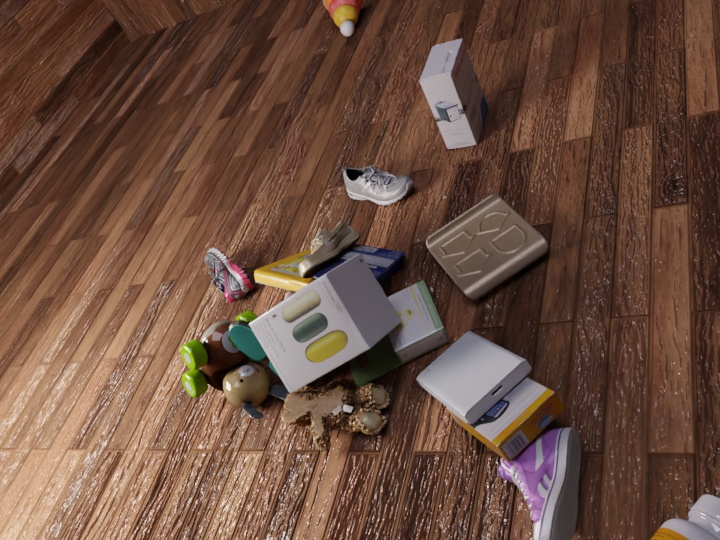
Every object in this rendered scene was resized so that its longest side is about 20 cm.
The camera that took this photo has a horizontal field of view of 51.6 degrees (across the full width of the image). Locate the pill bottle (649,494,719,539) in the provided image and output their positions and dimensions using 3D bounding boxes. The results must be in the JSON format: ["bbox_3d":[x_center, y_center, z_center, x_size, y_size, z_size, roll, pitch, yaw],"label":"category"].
[{"bbox_3d":[0.375,0.365,0.866,0.200,0.112,0.111,-44,39,-14],"label":"pill bottle"}]

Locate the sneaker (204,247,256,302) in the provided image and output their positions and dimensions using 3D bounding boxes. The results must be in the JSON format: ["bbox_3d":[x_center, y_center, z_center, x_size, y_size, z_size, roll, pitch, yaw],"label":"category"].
[{"bbox_3d":[-0.332,0.007,1.795,0.075,0.081,0.199,-44,39,-11],"label":"sneaker"}]

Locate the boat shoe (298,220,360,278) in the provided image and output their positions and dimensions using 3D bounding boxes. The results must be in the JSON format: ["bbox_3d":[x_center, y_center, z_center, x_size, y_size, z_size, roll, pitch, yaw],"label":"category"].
[{"bbox_3d":[-0.075,-0.047,1.543,0.072,0.065,0.200,-43,-2,41],"label":"boat shoe"}]

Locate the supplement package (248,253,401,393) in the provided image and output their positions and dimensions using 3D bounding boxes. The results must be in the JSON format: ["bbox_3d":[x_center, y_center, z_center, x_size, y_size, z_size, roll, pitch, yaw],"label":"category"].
[{"bbox_3d":[-0.063,0.095,1.363,0.199,0.153,0.150,-32,0,29],"label":"supplement package"}]

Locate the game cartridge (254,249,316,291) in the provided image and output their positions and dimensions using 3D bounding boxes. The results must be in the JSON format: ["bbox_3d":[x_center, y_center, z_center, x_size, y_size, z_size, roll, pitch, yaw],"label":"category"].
[{"bbox_3d":[-0.101,0.001,1.607,0.198,0.033,0.175,9,23,41],"label":"game cartridge"}]

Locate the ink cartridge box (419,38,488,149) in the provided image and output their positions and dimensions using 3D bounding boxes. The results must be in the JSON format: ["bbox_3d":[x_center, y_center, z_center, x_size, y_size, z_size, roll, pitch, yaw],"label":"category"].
[{"bbox_3d":[0.224,-0.413,1.751,0.085,0.201,0.147,-6,44,30],"label":"ink cartridge box"}]

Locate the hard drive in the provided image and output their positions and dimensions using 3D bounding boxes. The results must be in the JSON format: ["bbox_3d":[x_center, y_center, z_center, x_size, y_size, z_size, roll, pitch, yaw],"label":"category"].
[{"bbox_3d":[0.182,0.172,1.233,0.132,0.026,0.200,-40,18,-8],"label":"hard drive"}]

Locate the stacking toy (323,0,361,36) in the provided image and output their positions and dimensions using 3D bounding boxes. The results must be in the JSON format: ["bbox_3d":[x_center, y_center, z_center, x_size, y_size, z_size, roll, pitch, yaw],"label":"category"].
[{"bbox_3d":[-0.052,-0.874,2.546,0.144,0.146,0.202,-17,59,20],"label":"stacking toy"}]

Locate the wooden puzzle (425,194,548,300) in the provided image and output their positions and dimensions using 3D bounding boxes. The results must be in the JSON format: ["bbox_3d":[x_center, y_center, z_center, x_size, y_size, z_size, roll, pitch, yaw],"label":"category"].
[{"bbox_3d":[0.247,-0.043,1.464,0.184,0.046,0.201,-34,42,0],"label":"wooden puzzle"}]

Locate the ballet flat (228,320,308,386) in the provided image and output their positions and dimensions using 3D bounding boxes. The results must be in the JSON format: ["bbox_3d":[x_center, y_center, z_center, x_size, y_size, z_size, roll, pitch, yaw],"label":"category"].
[{"bbox_3d":[-0.172,0.153,1.438,0.068,0.200,0.069,-35,21,27],"label":"ballet flat"}]

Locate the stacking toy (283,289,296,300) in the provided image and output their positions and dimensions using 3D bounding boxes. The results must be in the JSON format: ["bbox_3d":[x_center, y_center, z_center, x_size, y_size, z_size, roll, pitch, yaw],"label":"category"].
[{"bbox_3d":[-0.057,0.071,1.531,0.198,0.086,0.086,-6,44,26],"label":"stacking toy"}]

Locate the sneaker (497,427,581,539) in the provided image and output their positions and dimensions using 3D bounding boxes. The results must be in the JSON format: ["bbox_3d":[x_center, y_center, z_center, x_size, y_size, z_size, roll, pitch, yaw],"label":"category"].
[{"bbox_3d":[0.246,0.316,1.056,0.113,0.073,0.201,-12,33,32],"label":"sneaker"}]

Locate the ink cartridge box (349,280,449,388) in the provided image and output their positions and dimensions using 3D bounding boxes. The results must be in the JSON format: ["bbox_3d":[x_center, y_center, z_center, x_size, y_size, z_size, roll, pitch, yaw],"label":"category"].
[{"bbox_3d":[0.058,0.119,1.419,0.198,0.048,0.146,-26,39,6],"label":"ink cartridge box"}]

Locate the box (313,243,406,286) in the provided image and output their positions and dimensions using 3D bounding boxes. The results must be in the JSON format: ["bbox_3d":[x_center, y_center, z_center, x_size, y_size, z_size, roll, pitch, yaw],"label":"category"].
[{"bbox_3d":[0.000,0.000,1.510,0.120,0.033,0.200,11,24,23],"label":"box"}]

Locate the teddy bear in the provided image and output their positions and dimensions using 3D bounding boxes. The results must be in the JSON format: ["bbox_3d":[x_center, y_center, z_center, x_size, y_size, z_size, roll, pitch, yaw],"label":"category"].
[{"bbox_3d":[-0.040,0.255,1.339,0.198,0.067,0.146,-17,49,10],"label":"teddy bear"}]

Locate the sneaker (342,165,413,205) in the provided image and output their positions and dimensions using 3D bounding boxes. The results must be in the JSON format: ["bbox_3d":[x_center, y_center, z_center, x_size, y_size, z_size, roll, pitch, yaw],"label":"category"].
[{"bbox_3d":[0.033,-0.207,1.762,0.198,0.082,0.075,4,51,39],"label":"sneaker"}]

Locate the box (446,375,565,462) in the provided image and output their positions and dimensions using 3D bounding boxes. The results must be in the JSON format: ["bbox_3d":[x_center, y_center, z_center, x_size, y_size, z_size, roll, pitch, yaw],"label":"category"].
[{"bbox_3d":[0.218,0.213,1.170,0.119,0.042,0.200,-40,16,-9],"label":"box"}]

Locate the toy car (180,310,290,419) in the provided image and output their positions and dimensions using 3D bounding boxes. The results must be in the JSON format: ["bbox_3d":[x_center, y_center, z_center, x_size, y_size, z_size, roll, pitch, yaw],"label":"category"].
[{"bbox_3d":[-0.229,0.207,1.462,0.163,0.159,0.199,-28,52,-37],"label":"toy car"}]
